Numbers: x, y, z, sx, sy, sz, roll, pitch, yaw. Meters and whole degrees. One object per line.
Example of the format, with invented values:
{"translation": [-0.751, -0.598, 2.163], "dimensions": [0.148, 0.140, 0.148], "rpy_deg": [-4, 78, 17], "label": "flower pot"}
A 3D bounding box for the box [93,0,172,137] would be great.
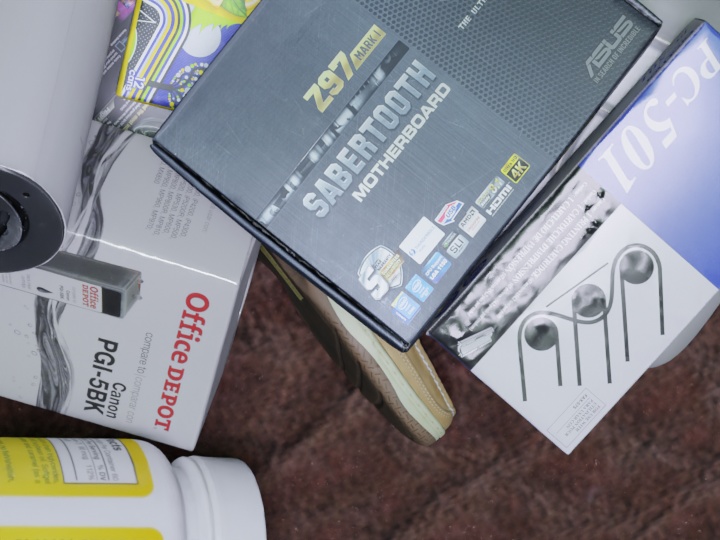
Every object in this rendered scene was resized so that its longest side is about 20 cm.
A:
{"translation": [-0.119, -0.153, 1.015], "dimensions": [0.160, 0.044, 0.200], "rpy_deg": [42, 93, -5], "label": "box"}

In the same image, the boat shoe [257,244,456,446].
{"translation": [0.000, 0.000, 1.023], "dimensions": [0.076, 0.072, 0.200], "rpy_deg": [-37, 97, -14], "label": "boat shoe"}

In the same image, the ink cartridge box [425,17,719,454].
{"translation": [0.132, -0.017, 0.913], "dimensions": [0.094, 0.044, 0.200], "rpy_deg": [40, 99, -5], "label": "ink cartridge box"}

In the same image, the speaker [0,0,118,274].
{"translation": [-0.163, -0.097, 0.899], "dimensions": [0.081, 0.081, 0.200], "rpy_deg": [7, 52, -2], "label": "speaker"}

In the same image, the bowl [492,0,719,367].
{"translation": [0.124, -0.062, 0.967], "dimensions": [0.200, 0.075, 0.200], "rpy_deg": [30, 99, 0], "label": "bowl"}

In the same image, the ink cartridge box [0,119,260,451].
{"translation": [-0.159, -0.003, 0.973], "dimensions": [0.199, 0.083, 0.147], "rpy_deg": [16, 136, -2], "label": "ink cartridge box"}

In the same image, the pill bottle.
{"translation": [-0.156, 0.143, 0.956], "dimensions": [0.199, 0.114, 0.115], "rpy_deg": [3, 95, -23], "label": "pill bottle"}

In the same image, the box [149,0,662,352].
{"translation": [0.022, -0.086, 0.893], "dimensions": [0.158, 0.051, 0.200], "rpy_deg": [39, 87, 4], "label": "box"}

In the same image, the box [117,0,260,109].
{"translation": [-0.067, -0.179, 0.952], "dimensions": [0.070, 0.064, 0.201], "rpy_deg": [13, 94, -3], "label": "box"}
